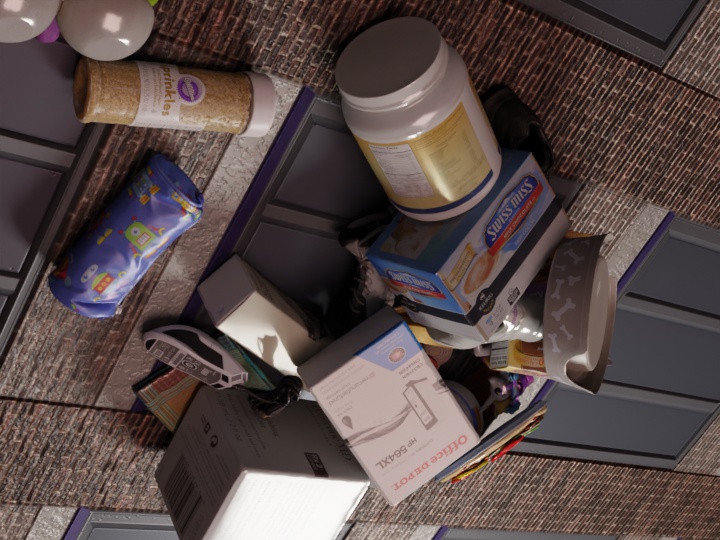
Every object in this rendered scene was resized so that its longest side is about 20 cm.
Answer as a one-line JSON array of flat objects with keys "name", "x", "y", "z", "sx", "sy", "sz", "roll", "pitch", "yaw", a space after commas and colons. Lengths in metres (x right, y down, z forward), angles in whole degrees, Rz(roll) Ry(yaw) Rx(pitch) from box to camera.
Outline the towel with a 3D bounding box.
[{"name": "towel", "x": -0.191, "y": 0.174, "z": 1.455, "sx": 0.147, "sy": 0.022, "sz": 0.200, "roll": -34, "pitch": 136, "yaw": -2}]

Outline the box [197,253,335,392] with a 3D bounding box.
[{"name": "box", "x": -0.108, "y": 0.069, "z": 1.372, "sx": 0.068, "sy": 0.082, "sz": 0.200, "roll": -40, "pitch": 137, "yaw": 7}]

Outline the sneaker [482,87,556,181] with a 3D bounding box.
[{"name": "sneaker", "x": 0.205, "y": -0.132, "z": 1.374, "sx": 0.076, "sy": 0.091, "sz": 0.200, "roll": -38, "pitch": 137, "yaw": -7}]

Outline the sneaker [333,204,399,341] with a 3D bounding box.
[{"name": "sneaker", "x": 0.000, "y": 0.000, "z": 1.391, "sx": 0.115, "sy": 0.075, "sz": 0.200, "roll": 29, "pitch": 99, "yaw": -37}]

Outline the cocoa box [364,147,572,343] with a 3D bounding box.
[{"name": "cocoa box", "x": 0.132, "y": -0.038, "z": 1.325, "sx": 0.200, "sy": 0.133, "sz": 0.131, "roll": -51, "pitch": 128, "yaw": -19}]

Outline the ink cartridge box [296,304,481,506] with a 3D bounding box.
[{"name": "ink cartridge box", "x": 0.037, "y": 0.169, "z": 1.375, "sx": 0.146, "sy": 0.084, "sz": 0.200, "roll": -36, "pitch": 109, "yaw": -5}]

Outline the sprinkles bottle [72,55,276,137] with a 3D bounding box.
[{"name": "sprinkles bottle", "x": -0.189, "y": -0.177, "z": 1.127, "sx": 0.200, "sy": 0.068, "sz": 0.068, "roll": 0, "pitch": 126, "yaw": -30}]

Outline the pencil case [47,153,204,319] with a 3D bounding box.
[{"name": "pencil case", "x": -0.253, "y": -0.031, "z": 1.204, "sx": 0.087, "sy": 0.078, "sz": 0.200, "roll": 40, "pitch": 103, "yaw": -15}]

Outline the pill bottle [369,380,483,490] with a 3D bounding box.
[{"name": "pill bottle", "x": 0.080, "y": 0.234, "z": 1.546, "sx": 0.200, "sy": 0.112, "sz": 0.112, "roll": -20, "pitch": 140, "yaw": -52}]

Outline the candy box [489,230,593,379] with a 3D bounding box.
[{"name": "candy box", "x": 0.244, "y": 0.042, "z": 1.469, "sx": 0.116, "sy": 0.056, "sz": 0.200, "roll": 10, "pitch": 80, "yaw": -19}]

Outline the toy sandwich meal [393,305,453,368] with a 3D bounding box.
[{"name": "toy sandwich meal", "x": 0.044, "y": 0.131, "z": 1.519, "sx": 0.205, "sy": 0.070, "sz": 0.205, "roll": -16, "pitch": 133, "yaw": -18}]

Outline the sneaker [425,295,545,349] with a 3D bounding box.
[{"name": "sneaker", "x": 0.145, "y": 0.057, "z": 1.403, "sx": 0.100, "sy": 0.200, "sz": 0.075, "roll": 9, "pitch": 77, "yaw": -39}]

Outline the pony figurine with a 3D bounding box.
[{"name": "pony figurine", "x": 0.233, "y": 0.097, "z": 1.560, "sx": 0.193, "sy": 0.167, "sz": 0.200, "roll": -24, "pitch": 113, "yaw": -11}]

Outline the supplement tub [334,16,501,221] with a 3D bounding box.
[{"name": "supplement tub", "x": 0.065, "y": -0.167, "z": 1.226, "sx": 0.144, "sy": 0.144, "sz": 0.200, "roll": -33, "pitch": 135, "yaw": -1}]

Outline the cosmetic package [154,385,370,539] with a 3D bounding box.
[{"name": "cosmetic package", "x": -0.131, "y": 0.272, "z": 1.439, "sx": 0.200, "sy": 0.165, "sz": 0.165, "roll": 12, "pitch": 118, "yaw": -37}]

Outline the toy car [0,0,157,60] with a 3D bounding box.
[{"name": "toy car", "x": -0.277, "y": -0.262, "z": 0.961, "sx": 0.200, "sy": 0.175, "sz": 0.150, "roll": 5, "pitch": 158, "yaw": -33}]

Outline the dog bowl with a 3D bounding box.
[{"name": "dog bowl", "x": 0.272, "y": 0.051, "z": 1.359, "sx": 0.059, "sy": 0.200, "sz": 0.200, "roll": 5, "pitch": 138, "yaw": 21}]

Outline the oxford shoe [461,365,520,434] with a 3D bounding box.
[{"name": "oxford shoe", "x": 0.178, "y": 0.210, "z": 1.679, "sx": 0.200, "sy": 0.071, "sz": 0.074, "roll": -48, "pitch": 156, "yaw": 17}]

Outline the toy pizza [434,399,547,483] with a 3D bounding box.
[{"name": "toy pizza", "x": 0.193, "y": 0.254, "z": 1.591, "sx": 0.200, "sy": 0.032, "sz": 0.200, "roll": -35, "pitch": 171, "yaw": -6}]

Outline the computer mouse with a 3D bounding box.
[{"name": "computer mouse", "x": -0.172, "y": 0.114, "z": 1.353, "sx": 0.200, "sy": 0.044, "sz": 0.110, "roll": 31, "pitch": 150, "yaw": -12}]
